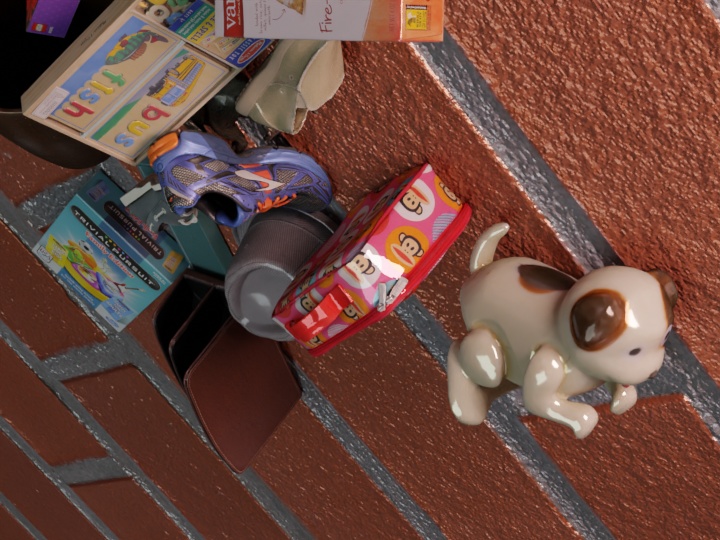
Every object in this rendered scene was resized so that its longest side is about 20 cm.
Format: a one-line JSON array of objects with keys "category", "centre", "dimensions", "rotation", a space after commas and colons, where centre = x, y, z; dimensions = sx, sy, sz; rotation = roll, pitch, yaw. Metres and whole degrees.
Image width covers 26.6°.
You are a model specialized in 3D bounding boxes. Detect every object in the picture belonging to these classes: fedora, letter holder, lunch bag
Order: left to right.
[{"category": "letter holder", "centre": [-0.169, 0.123, 1.755], "dimensions": [0.101, 0.142, 0.200], "rotation": [18, 148, 31]}, {"category": "fedora", "centre": [-0.082, 0.014, 1.595], "dimensions": [0.177, 0.090, 0.200], "rotation": [47, 148, -11]}, {"category": "lunch bag", "centre": [0.000, 0.000, 1.411], "dimensions": [0.082, 0.176, 0.200], "rotation": [45, 148, -7]}]

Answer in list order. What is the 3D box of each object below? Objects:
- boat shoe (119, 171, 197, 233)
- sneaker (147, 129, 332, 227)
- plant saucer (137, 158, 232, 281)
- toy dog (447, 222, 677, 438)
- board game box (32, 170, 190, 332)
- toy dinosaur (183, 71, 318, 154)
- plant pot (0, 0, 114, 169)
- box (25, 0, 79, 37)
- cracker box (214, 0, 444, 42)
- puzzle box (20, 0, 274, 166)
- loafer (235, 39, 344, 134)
[{"category": "boat shoe", "centre": [-0.184, -0.079, 1.573], "dimensions": [0.062, 0.073, 0.200], "rotation": [55, 151, -12]}, {"category": "sneaker", "centre": [-0.113, -0.075, 1.455], "dimensions": [0.200, 0.079, 0.075], "rotation": [7, 155, -35]}, {"category": "plant saucer", "centre": [-0.189, -0.049, 1.700], "dimensions": [0.070, 0.019, 0.200], "rotation": [11, 139, 39]}, {"category": "toy dog", "centre": [0.189, 0.048, 1.343], "dimensions": [0.200, 0.139, 0.194], "rotation": [-5, 90, 51]}, {"category": "board game box", "centre": [-0.301, -0.019, 1.825], "dimensions": [0.151, 0.047, 0.200], "rotation": [44, 148, -6]}, {"category": "toy dinosaur", "centre": [-0.136, -0.160, 1.451], "dimensions": [0.200, 0.077, 0.102], "rotation": [19, 156, 36]}, {"category": "plant pot", "centre": [-0.304, -0.187, 1.518], "dimensions": [0.187, 0.187, 0.200], "rotation": [29, 161, 17]}, {"category": "box", "centre": [-0.255, -0.314, 1.332], "dimensions": [0.039, 0.137, 0.200], "rotation": [7, 155, -21]}, {"category": "cracker box", "centre": [-0.027, -0.247, 1.187], "dimensions": [0.200, 0.058, 0.134], "rotation": [8, 102, 41]}, {"category": "puzzle box", "centre": [-0.191, -0.180, 1.360], "dimensions": [0.133, 0.025, 0.200], "rotation": [24, 129, -41]}, {"category": "loafer", "centre": [-0.042, -0.185, 1.327], "dimensions": [0.068, 0.076, 0.200], "rotation": [34, 147, -9]}]
